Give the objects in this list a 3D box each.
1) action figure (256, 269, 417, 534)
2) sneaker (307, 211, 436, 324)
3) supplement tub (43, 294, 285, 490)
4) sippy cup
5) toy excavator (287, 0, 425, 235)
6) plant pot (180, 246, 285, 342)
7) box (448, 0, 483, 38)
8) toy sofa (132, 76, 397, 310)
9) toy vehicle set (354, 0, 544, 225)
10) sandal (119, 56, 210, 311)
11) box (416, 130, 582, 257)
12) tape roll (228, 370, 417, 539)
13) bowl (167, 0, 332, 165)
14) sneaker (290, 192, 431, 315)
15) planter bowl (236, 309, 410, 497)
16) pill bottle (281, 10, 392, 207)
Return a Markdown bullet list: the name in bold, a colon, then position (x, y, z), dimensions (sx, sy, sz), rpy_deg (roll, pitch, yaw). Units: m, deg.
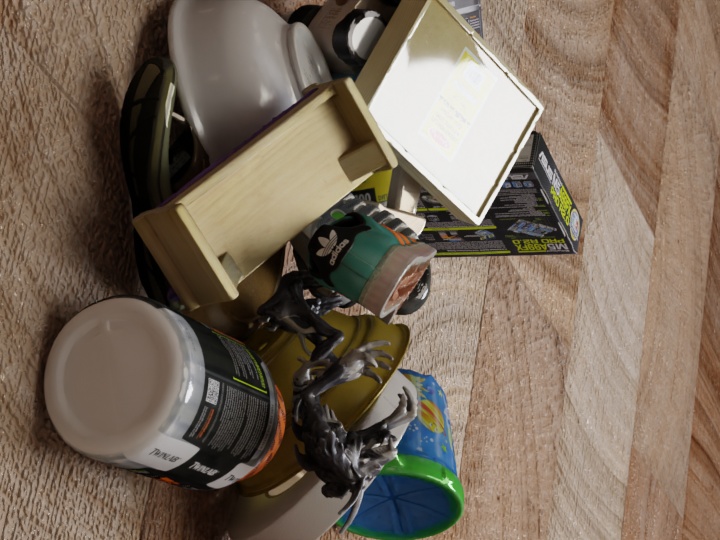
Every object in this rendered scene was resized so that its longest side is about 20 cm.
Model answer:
- **action figure**: position (-0.012, 0.096, 1.544), dimensions (0.119, 0.101, 0.201), rpy_deg (74, -3, -61)
- **sneaker**: position (0.006, -0.009, 1.528), dimensions (0.072, 0.080, 0.200), rpy_deg (-56, 174, 0)
- **supplement tub**: position (-0.139, 0.097, 1.508), dimensions (0.200, 0.122, 0.124), rpy_deg (32, 60, -62)
- **sippy cup**: position (0.033, 0.170, 1.920), dimensions (0.178, 0.139, 0.131), rpy_deg (129, -29, -49)
- **toy excavator**: position (0.025, -0.150, 1.725), dimensions (0.200, 0.100, 0.195), rpy_deg (44, 73, -32)
- **plant pot**: position (-0.108, -0.032, 1.708), dimensions (0.200, 0.027, 0.202), rpy_deg (0, 90, -68)
- **box**: position (0.077, -0.232, 2.123), dimensions (0.200, 0.048, 0.160), rpy_deg (-30, 116, -64)
- **toy sofa**: position (-0.077, -0.059, 1.522), dimensions (0.200, 0.097, 0.083), rpy_deg (-40, 107, -30)
- **toy vehicle set**: position (0.074, -0.138, 1.707), dimensions (0.200, 0.026, 0.125), rpy_deg (40, 77, -47)
- **sandal**: position (-0.145, -0.068, 1.545), dimensions (0.057, 0.080, 0.203), rpy_deg (-12, 114, -22)
- **box**: position (0.103, -0.072, 1.987), dimensions (0.160, 0.198, 0.045), rpy_deg (54, 41, -52)
- **tape roll**: position (-0.032, 0.159, 1.681), dimensions (0.037, 0.203, 0.203), rpy_deg (42, 40, -12)
- **bowl**: position (-0.075, -0.142, 1.637), dimensions (0.201, 0.090, 0.203), rpy_deg (-17, 90, -76)
- **sneaker**: position (0.000, 0.000, 1.723), dimensions (0.075, 0.200, 0.116), rpy_deg (-30, 138, -18)
- **planter bowl**: position (-0.058, 0.088, 1.685), dimensions (0.084, 0.200, 0.201), rpy_deg (47, 37, -12)
- **pill bottle**: position (-0.016, -0.138, 1.814), dimensions (0.112, 0.112, 0.202), rpy_deg (-30, 113, -64)
